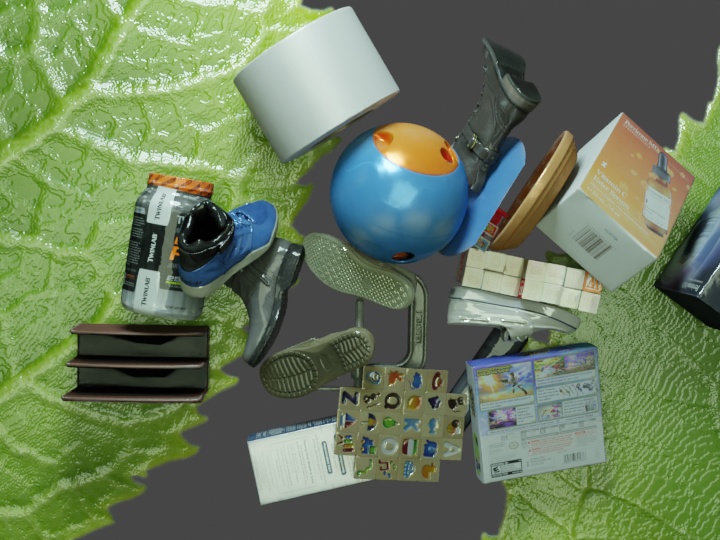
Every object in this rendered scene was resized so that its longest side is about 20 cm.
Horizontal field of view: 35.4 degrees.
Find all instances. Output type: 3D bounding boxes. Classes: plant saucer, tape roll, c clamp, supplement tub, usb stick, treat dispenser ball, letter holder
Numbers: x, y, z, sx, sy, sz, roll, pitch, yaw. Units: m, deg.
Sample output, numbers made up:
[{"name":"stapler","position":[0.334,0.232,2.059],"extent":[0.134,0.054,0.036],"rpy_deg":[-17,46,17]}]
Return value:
[{"name":"plant saucer","position":[0.253,-0.108,1.620],"extent":[0.037,0.200,0.201],"rpy_deg":[34,91,2]},{"name":"tape roll","position":[-0.062,-0.260,1.599],"extent":[0.202,0.203,0.140],"rpy_deg":[-32,94,-1]},{"name":"c clamp","position":[0.021,0.094,1.708],"extent":[0.169,0.027,0.202],"rpy_deg":[7,93,-3]},{"name":"supplement tub","position":[-0.275,-0.035,1.640],"extent":[0.121,0.123,0.202],"rpy_deg":[9,93,-3]},{"name":"usb stick","position":[0.183,0.163,1.717],"extent":[0.055,0.033,0.201],"rpy_deg":[35,91,-5]},{"name":"treat dispenser ball","position":[0.055,-0.110,1.611],"extent":[0.199,0.201,0.203],"rpy_deg":[0,93,-3]},{"name":"letter holder","position":[-0.325,0.135,1.636],"extent":[0.198,0.142,0.102],"rpy_deg":[1,93,-3]}]

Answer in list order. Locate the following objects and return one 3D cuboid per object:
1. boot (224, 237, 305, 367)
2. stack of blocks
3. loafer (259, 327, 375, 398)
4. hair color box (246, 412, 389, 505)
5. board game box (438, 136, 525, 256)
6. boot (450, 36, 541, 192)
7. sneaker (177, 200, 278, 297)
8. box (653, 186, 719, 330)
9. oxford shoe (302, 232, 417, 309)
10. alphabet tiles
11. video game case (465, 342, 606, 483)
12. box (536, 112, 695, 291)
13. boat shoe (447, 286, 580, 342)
[{"name":"boot","position":[-0.172,0.032,1.684],"extent":[0.131,0.070,0.202],"rpy_deg":[20,86,5]},{"name":"stack of blocks","position":[0.248,0.012,1.671],"extent":[0.198,0.115,0.059],"rpy_deg":[12,92,-3]},{"name":"loafer","position":[-0.058,0.137,1.676],"extent":[0.199,0.067,0.077],"rpy_deg":[-18,90,24]},{"name":"hair color box","position":[-0.064,0.278,1.697],"extent":[0.198,0.061,0.101],"rpy_deg":[-12,94,-2]},{"name":"board game box","position":[0.184,-0.100,1.649],"extent":[0.039,0.158,0.201],"rpy_deg":[32,91,-22]},{"name":"boot","position":[0.178,-0.232,1.661],"extent":[0.069,0.201,0.175],"rpy_deg":[18,125,-25]},{"name":"sneaker","position":[-0.184,-0.061,1.579],"extent":[0.076,0.112,0.200],"rpy_deg":[28,51,24]},{"name":"box","position":[0.554,-0.019,1.641],"extent":[0.123,0.200,0.199],"rpy_deg":[33,91,-5]},{"name":"oxford shoe","position":[0.000,0.000,1.673],"extent":[0.199,0.058,0.076],"rpy_deg":[25,115,22]},{"name":"alphabet tiles","position":[0.061,0.228,1.676],"extent":[0.198,0.006,0.168],"rpy_deg":[5,89,-14]},{"name":"video game case","position":[0.265,0.213,1.699],"extent":[0.198,0.045,0.183],"rpy_deg":[-8,100,-10]},{"name":"box","position":[0.370,-0.100,1.624],"extent":[0.152,0.106,0.200],"rpy_deg":[40,50,-4]},{"name":"boat shoe","position":[0.225,0.074,1.667],"extent":[0.198,0.072,0.066],"rpy_deg":[13,83,-7]}]
